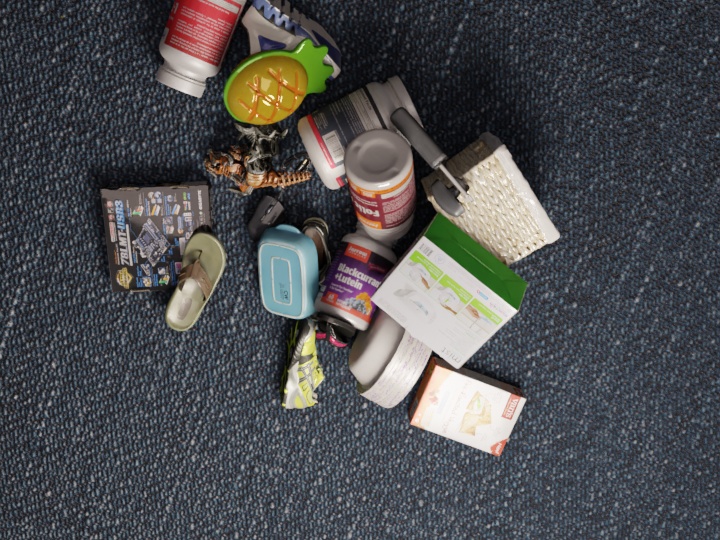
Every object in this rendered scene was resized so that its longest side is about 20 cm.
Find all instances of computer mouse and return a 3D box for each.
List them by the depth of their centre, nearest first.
[{"bbox_3d":[-0.151,-0.135,1.527,0.058,0.034,0.201,35,113,6],"label":"computer mouse"}]

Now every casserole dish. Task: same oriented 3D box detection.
[{"bbox_3d":[-0.139,0.012,1.545,0.120,0.039,0.201,12,122,20],"label":"casserole dish"}]

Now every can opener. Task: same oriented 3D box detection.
[{"bbox_3d":[0.111,-0.177,1.372,0.067,0.053,0.200,-42,81,10],"label":"can opener"}]

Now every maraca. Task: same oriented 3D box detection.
[{"bbox_3d":[-0.140,-0.322,1.422,0.199,0.107,0.137,-26,145,-5],"label":"maraca"}]

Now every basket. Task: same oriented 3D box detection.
[{"bbox_3d":[0.229,-0.117,1.494,0.160,0.198,0.200,-34,103,10],"label":"basket"}]

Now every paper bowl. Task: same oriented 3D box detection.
[{"bbox_3d":[0.052,0.144,1.542,0.104,0.201,0.201,30,100,-10],"label":"paper bowl"}]

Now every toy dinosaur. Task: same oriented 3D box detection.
[{"bbox_3d":[-0.185,-0.198,1.502,0.199,0.102,0.137,9,107,-3],"label":"toy dinosaur"}]

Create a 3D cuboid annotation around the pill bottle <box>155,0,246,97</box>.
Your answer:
[{"bbox_3d":[-0.280,-0.410,1.436,0.112,0.112,0.201,22,101,-8],"label":"pill bottle"}]

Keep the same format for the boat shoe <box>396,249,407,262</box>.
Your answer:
[{"bbox_3d":[0.146,0.034,1.586,0.200,0.075,0.073,38,99,-12],"label":"boat shoe"}]

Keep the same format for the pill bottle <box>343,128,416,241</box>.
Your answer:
[{"bbox_3d":[0.038,-0.139,1.415,0.113,0.200,0.115,-3,63,6],"label":"pill bottle"}]

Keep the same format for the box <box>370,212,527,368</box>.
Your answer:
[{"bbox_3d":[0.149,0.038,1.418,0.200,0.097,0.177,37,128,-1],"label":"box"}]

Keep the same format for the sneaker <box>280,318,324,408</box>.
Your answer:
[{"bbox_3d":[-0.107,0.179,1.609,0.076,0.076,0.201,5,121,-14],"label":"sneaker"}]

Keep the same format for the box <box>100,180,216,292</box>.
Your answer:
[{"bbox_3d":[-0.372,-0.062,1.548,0.197,0.050,0.201,-3,105,-2],"label":"box"}]

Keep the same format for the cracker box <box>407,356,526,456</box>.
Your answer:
[{"bbox_3d":[0.211,0.271,1.655,0.199,0.058,0.135,20,102,-8],"label":"cracker box"}]

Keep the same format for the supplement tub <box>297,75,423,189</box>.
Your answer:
[{"bbox_3d":[0.002,-0.246,1.476,0.199,0.140,0.141,-26,104,3],"label":"supplement tub"}]

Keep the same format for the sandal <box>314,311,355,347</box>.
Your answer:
[{"bbox_3d":[-0.051,0.121,1.535,0.075,0.200,0.045,24,75,5],"label":"sandal"}]

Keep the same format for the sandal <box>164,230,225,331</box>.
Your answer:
[{"bbox_3d":[-0.303,0.026,1.523,0.079,0.057,0.202,19,104,-9],"label":"sandal"}]

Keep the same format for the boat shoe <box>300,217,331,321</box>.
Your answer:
[{"bbox_3d":[-0.089,0.004,1.571,0.071,0.068,0.201,-1,106,-3],"label":"boat shoe"}]

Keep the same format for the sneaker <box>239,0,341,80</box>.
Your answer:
[{"bbox_3d":[-0.135,-0.400,1.470,0.199,0.081,0.115,36,124,-25],"label":"sneaker"}]

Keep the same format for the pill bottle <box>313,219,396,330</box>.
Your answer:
[{"bbox_3d":[0.000,0.000,1.537,0.111,0.111,0.201,24,83,-8],"label":"pill bottle"}]
